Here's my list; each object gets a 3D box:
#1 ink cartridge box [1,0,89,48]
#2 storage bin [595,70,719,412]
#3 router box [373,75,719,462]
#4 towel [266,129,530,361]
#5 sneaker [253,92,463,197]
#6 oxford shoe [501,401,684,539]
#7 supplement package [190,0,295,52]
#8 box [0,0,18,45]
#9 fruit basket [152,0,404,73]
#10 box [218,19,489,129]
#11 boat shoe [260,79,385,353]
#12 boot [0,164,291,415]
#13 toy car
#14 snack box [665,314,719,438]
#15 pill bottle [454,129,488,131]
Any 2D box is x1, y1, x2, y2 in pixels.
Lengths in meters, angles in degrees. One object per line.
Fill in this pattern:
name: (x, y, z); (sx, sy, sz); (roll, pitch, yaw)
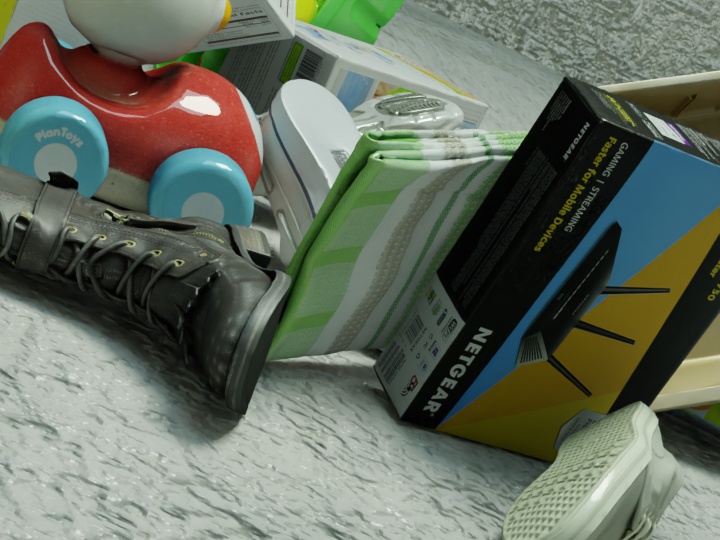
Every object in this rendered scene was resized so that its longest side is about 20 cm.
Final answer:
ink cartridge box: (-0.193, -0.200, 1.193); (0.145, 0.201, 0.048); (24, 16, -7)
storage bin: (0.253, -0.023, 1.166); (0.198, 0.200, 0.094); (-8, -8, -5)
router box: (0.121, 0.008, 0.991); (0.148, 0.201, 0.051); (17, 28, -32)
towel: (0.039, -0.010, 0.992); (0.199, 0.150, 0.031); (-6, 43, -50)
sneaker: (-0.018, -0.060, 1.265); (0.199, 0.100, 0.078); (-9, 23, -21)
oxford shoe: (0.122, 0.115, 0.910); (0.058, 0.075, 0.200); (63, 19, 1)
supplement package: (-0.153, -0.244, 1.297); (0.198, 0.157, 0.111); (-6, -22, 17)
box: (-0.211, -0.147, 0.964); (0.048, 0.201, 0.117); (20, 14, -24)
fruit basket: (-0.081, -0.212, 1.444); (0.215, 0.217, 0.155); (13, 19, -44)
box: (-0.011, -0.114, 1.397); (0.101, 0.113, 0.199); (34, 15, 35)
boat shoe: (-0.018, -0.022, 1.132); (0.071, 0.070, 0.201); (-2, 54, -40)
boot: (-0.129, -0.001, 0.894); (0.173, 0.070, 0.200); (17, 11, -13)
toy car: (-0.121, -0.140, 1.096); (0.176, 0.201, 0.184); (18, 16, -17)
snack box: (0.317, 0.056, 1.242); (0.199, 0.170, 0.068); (25, -6, 1)
pill bottle: (0.095, -0.006, 1.189); (0.109, 0.110, 0.200); (19, 20, -26)
